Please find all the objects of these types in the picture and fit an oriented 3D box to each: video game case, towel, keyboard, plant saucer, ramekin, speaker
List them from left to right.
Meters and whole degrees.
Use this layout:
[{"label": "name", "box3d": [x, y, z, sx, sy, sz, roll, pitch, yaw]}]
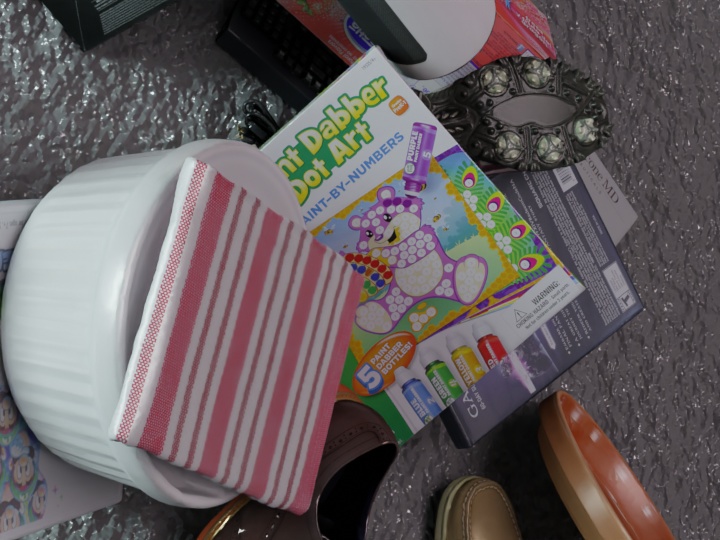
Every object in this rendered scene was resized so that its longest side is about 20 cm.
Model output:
[{"label": "video game case", "box3d": [-0.190, 0.054, 0.881, 0.200, 0.024, 0.182, -10, 102, -63]}, {"label": "ramekin", "box3d": [-0.112, 0.026, 0.904, 0.202, 0.094, 0.203, -17, 109, -63]}, {"label": "towel", "box3d": [-0.063, 0.042, 0.873, 0.200, 0.030, 0.147, 37, 64, -59]}, {"label": "keyboard", "box3d": [-0.018, -0.109, 1.138, 0.200, 0.021, 0.127, 38, 58, -24]}, {"label": "speaker", "box3d": [0.005, -0.199, 0.972, 0.200, 0.081, 0.081, 44, 52, -50]}, {"label": "video game case", "box3d": [0.101, 0.009, 1.111, 0.200, 0.019, 0.143, -33, 100, -36]}, {"label": "plant saucer", "box3d": [0.181, 0.175, 1.150, 0.200, 0.032, 0.200, 53, 12, -17]}]

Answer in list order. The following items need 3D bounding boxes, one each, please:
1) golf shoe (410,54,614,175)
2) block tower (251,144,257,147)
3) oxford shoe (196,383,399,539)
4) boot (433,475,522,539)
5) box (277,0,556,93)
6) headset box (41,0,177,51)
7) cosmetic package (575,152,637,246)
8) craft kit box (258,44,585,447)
[{"label": "golf shoe", "box3d": [0.067, -0.095, 1.095, 0.200, 0.088, 0.077, -8, 87, -16]}, {"label": "block tower", "box3d": [-0.023, 0.005, 1.075, 0.058, 0.054, 0.200, -29, 98, -18]}, {"label": "oxford shoe", "box3d": [-0.045, 0.166, 0.971, 0.071, 0.073, 0.200, 21, 98, -43]}, {"label": "boot", "box3d": [0.129, 0.228, 1.081, 0.072, 0.155, 0.200, -7, 83, -39]}, {"label": "box", "box3d": [0.032, -0.185, 1.127, 0.200, 0.103, 0.095, 39, 25, -24]}, {"label": "headset box", "box3d": [-0.101, -0.240, 1.023, 0.075, 0.149, 0.200, 51, 53, -19]}, {"label": "cosmetic package", "box3d": [0.105, -0.012, 1.178, 0.101, 0.071, 0.200, 53, 53, -15]}, {"label": "craft kit box", "box3d": [0.000, 0.000, 1.016, 0.200, 0.049, 0.198, -42, 94, 6]}]
